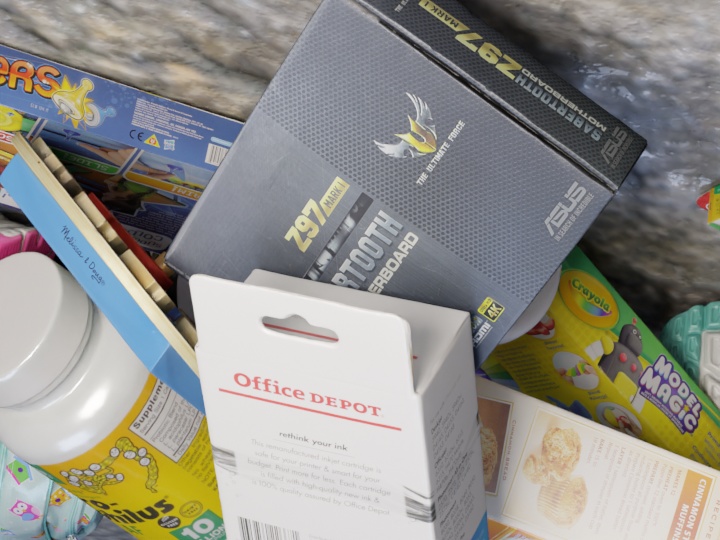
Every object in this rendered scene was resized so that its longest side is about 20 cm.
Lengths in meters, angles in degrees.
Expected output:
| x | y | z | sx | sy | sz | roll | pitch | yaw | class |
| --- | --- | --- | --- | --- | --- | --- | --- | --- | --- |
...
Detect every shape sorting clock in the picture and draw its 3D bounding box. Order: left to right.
| x | y | z | sx | sy | sz | roll | pitch | yaw | class |
| --- | --- | --- | --- | --- | --- | --- | --- | --- | --- |
| -0.109 | 0.008 | 1.320 | 0.200 | 0.039 | 0.200 | 49 | -179 | -1 | shape sorting clock |

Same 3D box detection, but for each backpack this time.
| x | y | z | sx | sy | sz | roll | pitch | yaw | class |
| --- | --- | --- | --- | --- | --- | --- | --- | --- | --- |
| -0.204 | 0.097 | 1.618 | 0.126 | 0.167 | 0.200 | 5 | 168 | -5 | backpack |

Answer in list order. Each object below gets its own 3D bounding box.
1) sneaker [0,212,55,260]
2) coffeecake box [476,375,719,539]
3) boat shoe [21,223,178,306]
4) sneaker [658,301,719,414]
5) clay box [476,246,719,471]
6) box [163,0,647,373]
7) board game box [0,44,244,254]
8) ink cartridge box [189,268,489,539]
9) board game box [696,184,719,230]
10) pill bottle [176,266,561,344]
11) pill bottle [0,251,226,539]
| x | y | z | sx | sy | sz | roll | pitch | yaw | class |
| --- | --- | --- | --- | --- | --- | --- | --- | --- | --- |
| -0.254 | -0.010 | 1.431 | 0.088 | 0.081 | 0.200 | 25 | -175 | 23 | sneaker |
| 0.104 | 0.128 | 1.393 | 0.200 | 0.073 | 0.154 | 21 | 163 | -5 | coffeecake box |
| -0.141 | 0.006 | 1.528 | 0.200 | 0.070 | 0.066 | 12 | 160 | 16 | boat shoe |
| 0.259 | 0.074 | 1.500 | 0.200 | 0.078 | 0.091 | 17 | 163 | -8 | sneaker |
| 0.120 | 0.056 | 1.462 | 0.200 | 0.048 | 0.115 | 49 | 151 | -17 | clay box |
| 0.016 | -0.031 | 1.221 | 0.158 | 0.051 | 0.200 | 37 | 130 | 1 | box |
| -0.173 | -0.070 | 1.393 | 0.200 | 0.035 | 0.135 | 18 | 157 | -16 | board game box |
| -0.007 | 0.074 | 1.227 | 0.116 | 0.067 | 0.200 | 12 | 129 | 23 | ink cartridge box |
| 0.259 | -0.039 | 1.292 | 0.095 | 0.030 | 0.200 | 21 | 157 | -24 | board game box |
| 0.000 | 0.000 | 1.380 | 0.114 | 0.114 | 0.200 | 26 | 153 | -33 | pill bottle |
| -0.136 | 0.074 | 1.455 | 0.113 | 0.113 | 0.200 | -7 | 146 | 36 | pill bottle |
